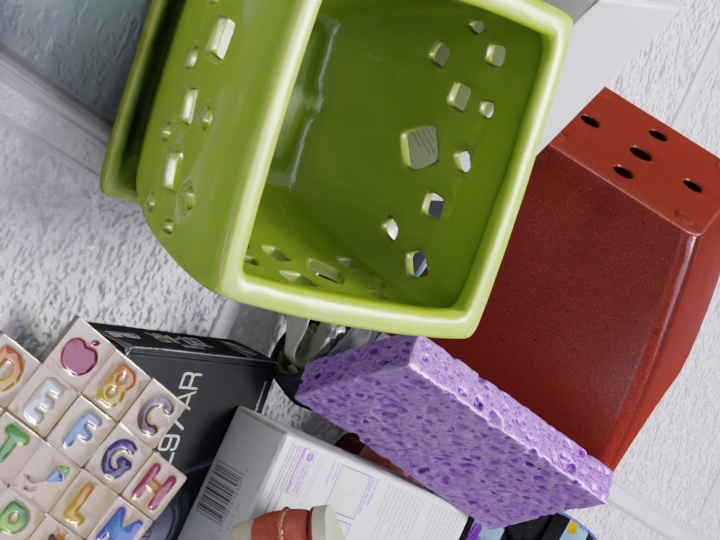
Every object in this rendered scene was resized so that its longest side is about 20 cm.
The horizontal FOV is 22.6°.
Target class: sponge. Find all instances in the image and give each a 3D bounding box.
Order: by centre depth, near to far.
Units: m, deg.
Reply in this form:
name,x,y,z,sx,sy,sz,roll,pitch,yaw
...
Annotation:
name,x,y,z,sx,sy,sz,roll,pitch,yaw
sponge,0.064,0.109,1.183,0.199,0.111,0.030,37,53,-31

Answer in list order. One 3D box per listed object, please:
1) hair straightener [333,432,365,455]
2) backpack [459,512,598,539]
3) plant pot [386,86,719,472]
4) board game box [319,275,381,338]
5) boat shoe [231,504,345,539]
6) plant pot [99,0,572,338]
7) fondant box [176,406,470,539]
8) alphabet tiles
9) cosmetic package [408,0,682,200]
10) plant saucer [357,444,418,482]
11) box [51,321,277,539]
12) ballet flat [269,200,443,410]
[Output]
name,x,y,z,sx,sy,sz,roll,pitch,yaw
hair straightener,-0.048,0.211,1.326,0.200,0.041,0.078,-49,144,-35
backpack,0.115,0.283,1.483,0.135,0.181,0.202,15,95,-80
plant pot,0.158,-0.014,1.271,0.200,0.199,0.177,-40,160,-56
board game box,-0.016,-0.019,1.250,0.096,0.030,0.201,-48,140,-26
boat shoe,-0.028,0.231,1.146,0.072,0.062,0.202,-89,166,-55
plant pot,-0.027,-0.092,1.024,0.198,0.181,0.202,12,101,-41
fondant box,-0.030,0.193,1.210,0.199,0.058,0.146,28,86,-43
alphabet tiles,-0.193,0.132,1.042,0.201,0.006,0.166,-52,127,-9
cosmetic package,0.091,-0.143,1.128,0.084,0.108,0.200,0,147,-42
plant saucer,0.020,0.190,1.362,0.200,0.037,0.200,-52,159,-15
box,-0.144,0.138,1.143,0.160,0.043,0.202,12,99,-58
ballet flat,0.000,0.000,1.203,0.201,0.073,0.073,-59,147,3
